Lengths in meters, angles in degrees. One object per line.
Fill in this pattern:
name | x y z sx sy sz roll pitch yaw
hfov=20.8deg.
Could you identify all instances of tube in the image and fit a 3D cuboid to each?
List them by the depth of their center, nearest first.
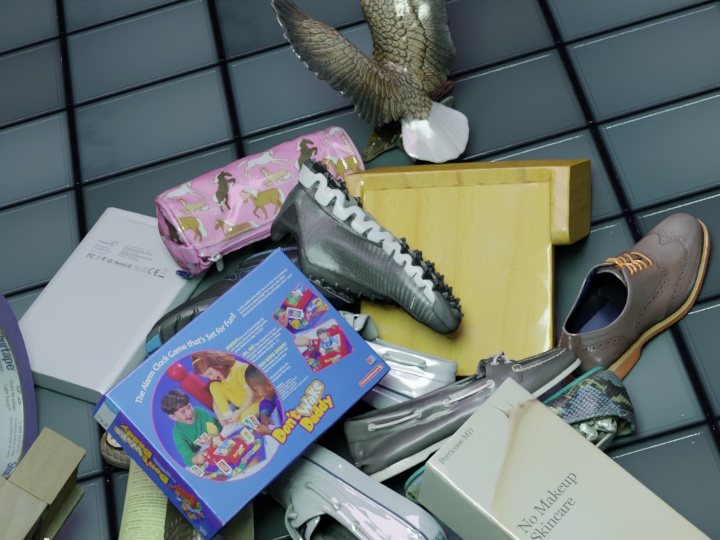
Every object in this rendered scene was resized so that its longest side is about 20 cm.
tube | -0.163 0.195 1.586 0.058 0.052 0.201 24 50 -21

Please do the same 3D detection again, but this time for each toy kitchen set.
toy kitchen set | -0.234 0.273 1.524 0.180 0.163 0.200 29 57 5

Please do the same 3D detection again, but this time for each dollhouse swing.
dollhouse swing | 0.098 -0.004 1.722 0.199 0.177 0.182 -2 5 16

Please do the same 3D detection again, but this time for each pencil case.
pencil case | -0.088 -0.065 1.787 0.199 0.087 0.083 -25 0 -20

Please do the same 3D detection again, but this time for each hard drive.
hard drive | -0.231 0.030 1.796 0.131 0.027 0.200 14 52 28

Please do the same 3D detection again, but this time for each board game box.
board game box | -0.090 0.094 1.524 0.135 0.045 0.200 47 58 4

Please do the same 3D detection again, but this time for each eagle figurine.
eagle figurine | 0.014 -0.195 1.813 0.150 0.201 0.152 -8 43 12

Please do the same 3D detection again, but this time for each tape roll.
tape roll | -0.341 0.112 1.629 0.084 0.201 0.201 -7 45 9

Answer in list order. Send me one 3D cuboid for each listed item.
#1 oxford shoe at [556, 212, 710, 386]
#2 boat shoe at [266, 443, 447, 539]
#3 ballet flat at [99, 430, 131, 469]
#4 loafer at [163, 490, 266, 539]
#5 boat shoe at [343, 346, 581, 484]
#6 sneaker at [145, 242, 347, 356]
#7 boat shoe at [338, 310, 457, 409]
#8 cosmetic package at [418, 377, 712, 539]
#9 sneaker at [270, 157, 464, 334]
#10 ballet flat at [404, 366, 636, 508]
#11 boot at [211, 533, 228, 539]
oxford shoe | 0.231 0.013 1.635 0.071 0.073 0.200 19 55 32
boat shoe | -0.027 0.189 1.545 0.199 0.074 0.065 22 52 34
ballet flat | -0.128 0.121 1.661 0.199 0.047 0.068 -13 45 5
loafer | -0.115 0.160 1.562 0.076 0.067 0.201 -24 53 47
boat shoe | 0.080 0.101 1.557 0.199 0.057 0.067 -29 1 -5
sneaker | -0.101 0.033 1.735 0.199 0.074 0.082 -23 28 -13
boat shoe | -0.008 0.066 1.639 0.199 0.074 0.067 23 98 15
cosmetic package | 0.151 0.186 1.447 0.200 0.073 0.104 38 65 16
sneaker | 0.000 0.000 1.640 0.200 0.066 0.091 43 97 22
ballet flat | 0.131 0.148 1.545 0.199 0.074 0.074 -30 46 -8
boot | -0.080 0.299 1.406 0.167 0.077 0.200 30 45 10
